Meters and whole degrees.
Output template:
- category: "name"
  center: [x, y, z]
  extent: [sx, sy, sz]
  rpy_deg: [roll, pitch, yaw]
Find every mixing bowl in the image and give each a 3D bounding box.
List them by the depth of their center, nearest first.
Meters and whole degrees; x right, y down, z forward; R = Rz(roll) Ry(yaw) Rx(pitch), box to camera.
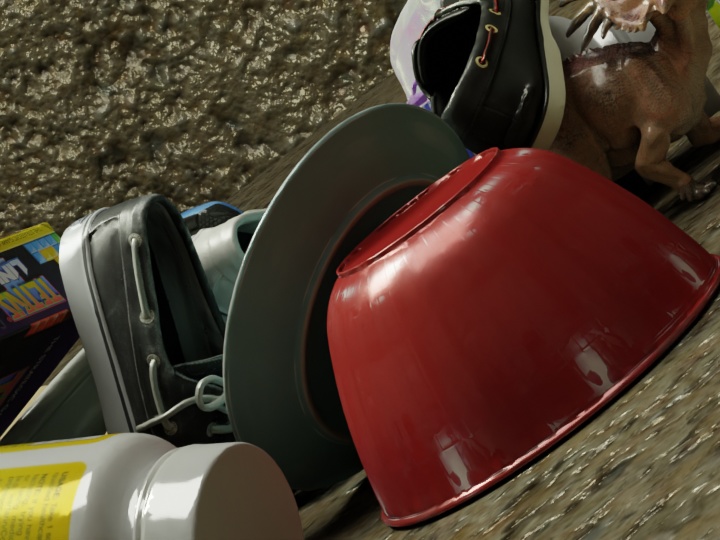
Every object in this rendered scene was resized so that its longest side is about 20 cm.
- category: "mixing bowl"
  center: [0.059, 0.014, 1.348]
  extent: [0.200, 0.109, 0.200]
  rpy_deg: [-37, 8, 6]

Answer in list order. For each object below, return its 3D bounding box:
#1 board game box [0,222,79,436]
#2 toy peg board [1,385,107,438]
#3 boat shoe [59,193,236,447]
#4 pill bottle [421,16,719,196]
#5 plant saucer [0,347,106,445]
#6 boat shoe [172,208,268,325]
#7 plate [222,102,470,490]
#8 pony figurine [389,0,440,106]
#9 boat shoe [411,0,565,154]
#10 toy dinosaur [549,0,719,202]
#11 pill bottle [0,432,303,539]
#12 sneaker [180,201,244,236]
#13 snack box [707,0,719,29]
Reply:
- category: "board game box"
  center: [-0.231, 0.078, 1.441]
  extent: [0.200, 0.057, 0.165]
  rpy_deg: [-50, -12, 25]
- category: "toy peg board"
  center: [-0.202, 0.180, 1.757]
  extent: [0.200, 0.098, 0.199]
  rpy_deg: [-41, 23, -20]
- category: "boat shoe"
  center: [-0.081, 0.060, 1.428]
  extent: [0.068, 0.201, 0.073]
  rpy_deg: [-19, -4, 37]
- category: "pill bottle"
  center: [0.100, -0.071, 1.646]
  extent: [0.200, 0.116, 0.116]
  rpy_deg: [-38, 7, 7]
- category: "plant saucer"
  center: [-0.188, 0.125, 1.595]
  extent: [0.200, 0.050, 0.200]
  rpy_deg: [-51, 1, 1]
- category: "boat shoe"
  center: [0.000, 0.000, 1.501]
  extent: [0.199, 0.072, 0.066]
  rpy_deg: [10, -28, -33]
- category: "plate"
  center: [0.006, 0.017, 1.435]
  extent: [0.025, 0.201, 0.200]
  rpy_deg: [21, 49, 35]
- category: "pony figurine"
  center: [0.061, -0.075, 1.811]
  extent: [0.193, 0.166, 0.200]
  rpy_deg: [-50, 6, 36]
- category: "boat shoe"
  center: [0.063, -0.122, 1.555]
  extent: [0.202, 0.063, 0.074]
  rpy_deg: [-96, 30, -61]
- category: "toy dinosaur"
  center: [0.129, -0.091, 1.545]
  extent: [0.200, 0.136, 0.086]
  rpy_deg: [-37, 7, 16]
- category: "pill bottle"
  center: [-0.133, 0.133, 1.317]
  extent: [0.199, 0.115, 0.114]
  rpy_deg: [-7, 22, 29]
- category: "sneaker"
  center: [-0.088, 0.013, 1.620]
  extent: [0.090, 0.078, 0.200]
  rpy_deg: [-57, -7, -30]
- category: "snack box"
  center: [0.222, -0.231, 1.714]
  extent: [0.068, 0.200, 0.169]
  rpy_deg: [-33, 9, 32]
